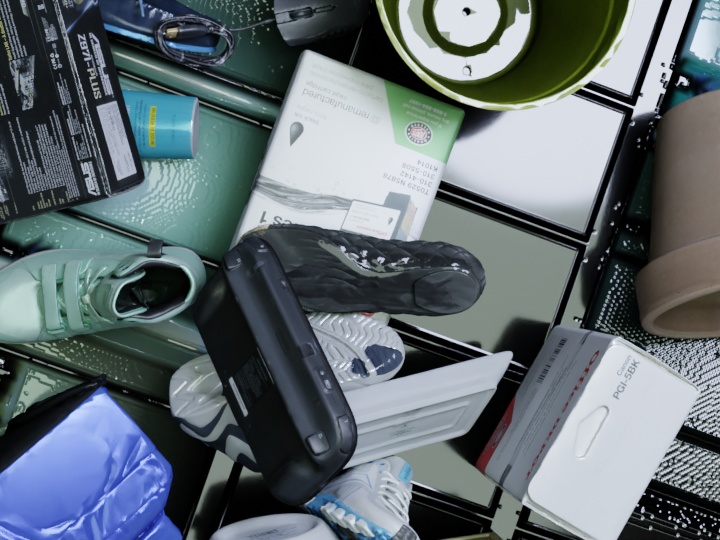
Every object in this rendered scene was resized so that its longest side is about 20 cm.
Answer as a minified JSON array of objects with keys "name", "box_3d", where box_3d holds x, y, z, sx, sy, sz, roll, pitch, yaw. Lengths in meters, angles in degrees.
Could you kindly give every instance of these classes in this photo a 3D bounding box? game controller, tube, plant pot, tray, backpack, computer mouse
[{"name":"game controller","box_3d":[-0.068,0.076,1.217,0.042,0.104,0.201,-5,56,-36]},{"name":"tube","box_3d":[-0.234,-0.123,1.329,0.198,0.050,0.078,3,91,1]},{"name":"plant pot","box_3d":[0.317,-0.053,1.324,0.199,0.200,0.176,-5,75,-6]},{"name":"tray","box_3d":[0.031,0.121,1.291,0.199,0.108,0.022,-12,56,-33]},{"name":"plant pot","box_3d":[0.099,-0.221,1.284,0.199,0.193,0.202,0,91,-6]},{"name":"backpack","box_3d":[-0.242,0.196,1.249,0.162,0.200,0.168,-37,99,-26]},{"name":"computer mouse","box_3d":[-0.075,-0.205,1.311,0.199,0.034,0.059,-19,102,-28]}]

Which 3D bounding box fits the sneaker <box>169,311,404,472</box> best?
[{"name":"sneaker","box_3d":[-0.043,0.111,1.311,0.198,0.130,0.080,-21,48,11]}]

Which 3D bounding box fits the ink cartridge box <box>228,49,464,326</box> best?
[{"name":"ink cartridge box","box_3d":[-0.017,-0.060,1.328,0.145,0.084,0.201,20,89,-5]}]

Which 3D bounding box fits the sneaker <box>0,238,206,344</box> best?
[{"name":"sneaker","box_3d":[-0.224,0.016,1.292,0.199,0.118,0.074,-11,93,-4]}]

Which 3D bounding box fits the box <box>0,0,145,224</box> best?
[{"name":"box","box_3d":[-0.280,-0.141,1.265,0.163,0.086,0.201,-13,98,14]}]

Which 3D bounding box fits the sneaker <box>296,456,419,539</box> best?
[{"name":"sneaker","box_3d":[0.012,0.184,1.282,0.087,0.200,0.075,-43,103,-13]}]

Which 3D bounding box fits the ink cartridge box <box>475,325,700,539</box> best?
[{"name":"ink cartridge box","box_3d":[0.177,0.129,1.291,0.083,0.200,0.147,31,88,-6]}]

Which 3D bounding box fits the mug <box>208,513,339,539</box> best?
[{"name":"mug","box_3d":[-0.085,0.288,1.229,0.199,0.148,0.177,-8,95,-16]}]

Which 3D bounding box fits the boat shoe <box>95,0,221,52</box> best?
[{"name":"boat shoe","box_3d":[-0.205,-0.233,1.307,0.199,0.084,0.069,18,100,-8]}]

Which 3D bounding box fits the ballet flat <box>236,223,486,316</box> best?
[{"name":"ballet flat","box_3d":[0.000,0.000,1.272,0.198,0.057,0.067,10,109,1]}]

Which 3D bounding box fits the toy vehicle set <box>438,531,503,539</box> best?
[{"name":"toy vehicle set","box_3d":[0.066,0.245,1.282,0.123,0.200,0.027,-8,90,-5]}]
